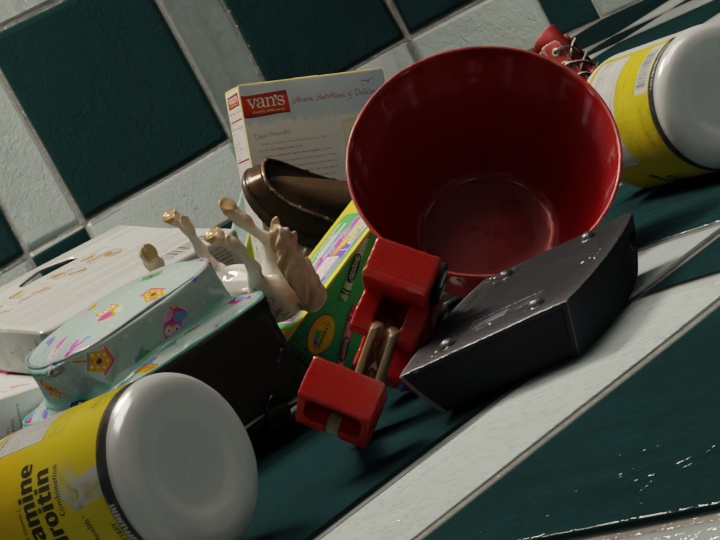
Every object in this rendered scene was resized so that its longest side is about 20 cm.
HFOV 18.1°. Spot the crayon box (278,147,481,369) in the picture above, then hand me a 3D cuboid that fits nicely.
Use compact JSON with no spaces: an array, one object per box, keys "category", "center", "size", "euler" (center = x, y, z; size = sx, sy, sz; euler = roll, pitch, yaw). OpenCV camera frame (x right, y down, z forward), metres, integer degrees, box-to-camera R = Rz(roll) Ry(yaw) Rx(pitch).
[{"category":"crayon box","center":[0.000,0.000,1.775],"size":[0.200,0.058,0.119],"euler":[-53,13,-13]}]

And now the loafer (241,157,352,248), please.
[{"category":"loafer","center":[-0.004,-0.055,1.915],"size":[0.073,0.199,0.071],"euler":[-90,25,-54]}]

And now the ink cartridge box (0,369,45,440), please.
[{"category":"ink cartridge box","center":[-0.263,0.121,1.791],"size":[0.199,0.084,0.144],"euler":[-17,10,-38]}]

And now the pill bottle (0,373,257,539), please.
[{"category":"pill bottle","center":[-0.165,0.140,1.363],"size":[0.199,0.112,0.112],"euler":[-24,8,40]}]

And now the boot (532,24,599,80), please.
[{"category":"boot","center":[0.227,-0.165,2.020],"size":[0.200,0.145,0.072],"euler":[-20,8,46]}]

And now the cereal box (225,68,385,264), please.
[{"category":"cereal box","center":[-0.032,-0.071,1.984],"size":[0.143,0.201,0.039],"euler":[-8,-4,-25]}]

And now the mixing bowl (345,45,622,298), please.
[{"category":"mixing bowl","center":[0.092,-0.053,1.668],"size":[0.200,0.200,0.109],"euler":[-30,-29,-13]}]

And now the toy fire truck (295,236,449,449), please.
[{"category":"toy fire truck","center":[0.010,0.057,1.457],"size":[0.200,0.049,0.142],"euler":[83,-152,-72]}]

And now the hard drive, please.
[{"category":"hard drive","center":[0.110,0.027,1.450],"size":[0.134,0.042,0.200],"euler":[-26,7,24]}]

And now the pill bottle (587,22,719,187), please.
[{"category":"pill bottle","center":[0.240,-0.125,1.787],"size":[0.112,0.112,0.200],"euler":[-31,6,-20]}]

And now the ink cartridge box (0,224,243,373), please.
[{"category":"ink cartridge box","center":[-0.218,0.022,1.837],"size":[0.200,0.044,0.173],"euler":[-30,19,-34]}]

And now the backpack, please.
[{"category":"backpack","center":[-0.158,0.090,1.659],"size":[0.176,0.154,0.200],"euler":[-39,4,-33]}]

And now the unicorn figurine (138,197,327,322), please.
[{"category":"unicorn figurine","center":[-0.096,0.008,1.711],"size":[0.074,0.137,0.200],"euler":[-51,30,-14]}]

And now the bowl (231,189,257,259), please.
[{"category":"bowl","center":[-0.066,-0.004,2.078],"size":[0.107,0.201,0.200],"euler":[13,1,-8]}]
